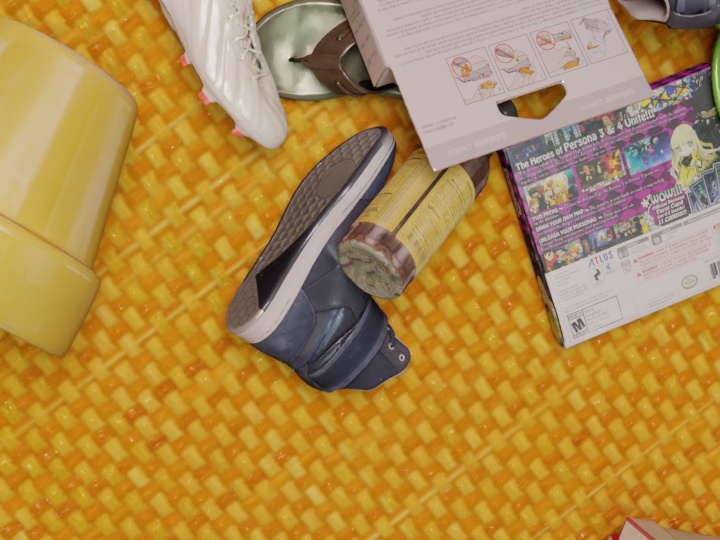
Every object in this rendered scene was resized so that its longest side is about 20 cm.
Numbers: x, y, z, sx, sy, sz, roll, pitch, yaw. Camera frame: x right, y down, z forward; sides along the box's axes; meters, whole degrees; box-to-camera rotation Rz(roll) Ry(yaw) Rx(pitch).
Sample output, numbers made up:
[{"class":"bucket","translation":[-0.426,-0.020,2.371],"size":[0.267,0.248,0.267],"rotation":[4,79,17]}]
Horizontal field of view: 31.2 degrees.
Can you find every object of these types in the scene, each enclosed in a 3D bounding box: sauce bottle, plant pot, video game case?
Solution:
[{"class":"sauce bottle","translation":[0.059,-0.064,0.996],"size":[0.065,0.064,0.200],"rotation":[51,58,-16]},{"class":"plant pot","translation":[-0.258,-0.067,0.923],"size":[0.199,0.200,0.191],"rotation":[29,80,-15]},{"class":"video game case","translation":[0.231,-0.054,1.084],"size":[0.197,0.036,0.184],"rotation":[-22,105,-5]}]

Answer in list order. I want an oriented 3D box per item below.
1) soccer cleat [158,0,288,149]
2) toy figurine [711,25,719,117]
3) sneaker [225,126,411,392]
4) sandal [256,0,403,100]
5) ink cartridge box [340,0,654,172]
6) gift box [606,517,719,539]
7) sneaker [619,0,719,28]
[{"class":"soccer cleat","translation":[-0.104,-0.186,0.962],"size":[0.077,0.069,0.202],"rotation":[-31,93,15]},{"class":"toy figurine","translation":[0.375,-0.181,0.990],"size":[0.149,0.184,0.202],"rotation":[-35,104,-17]},{"class":"sneaker","translation":[-0.001,0.000,1.038],"size":[0.146,0.077,0.204],"rotation":[38,80,-28]},{"class":"sandal","translation":[0.006,-0.168,0.998],"size":[0.198,0.057,0.081],"rotation":[4,99,3]},{"class":"ink cartridge box","translation":[0.100,-0.176,0.975],"size":[0.198,0.045,0.178],"rotation":[-19,81,-19]},{"class":"gift box","translation":[0.285,0.330,1.108],"size":[0.185,0.200,0.187],"rotation":[14,96,-28]},{"class":"sneaker","translation":[0.253,-0.269,0.958],"size":[0.144,0.077,0.205],"rotation":[-4,64,8]}]
